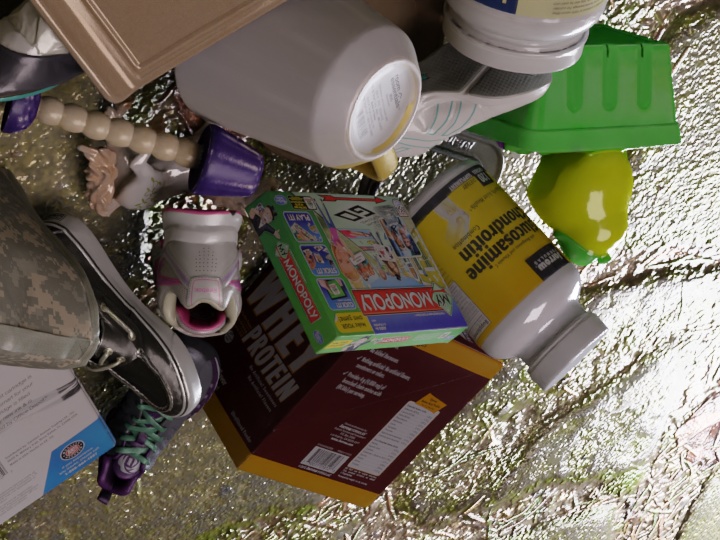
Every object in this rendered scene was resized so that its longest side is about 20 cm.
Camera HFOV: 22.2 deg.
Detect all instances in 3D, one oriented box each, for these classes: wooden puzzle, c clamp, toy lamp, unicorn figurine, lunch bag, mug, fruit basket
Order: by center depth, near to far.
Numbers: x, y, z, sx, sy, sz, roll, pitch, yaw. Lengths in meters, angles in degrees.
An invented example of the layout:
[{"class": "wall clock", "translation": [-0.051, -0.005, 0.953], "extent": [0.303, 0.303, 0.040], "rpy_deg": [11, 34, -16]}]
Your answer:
[{"class": "wooden puzzle", "translation": [-0.141, -0.236, 1.287], "extent": [0.199, 0.037, 0.185], "rpy_deg": [-32, 128, 5]}, {"class": "lunch bag", "translation": [-0.298, 0.001, 1.329], "extent": [0.163, 0.200, 0.118], "rpy_deg": [18, 112, -48]}, {"class": "toy lamp", "translation": [-0.171, -0.100, 1.395], "extent": [0.198, 0.058, 0.059], "rpy_deg": [15, 118, -16]}, {"class": "mug", "translation": [-0.025, -0.152, 1.400], "extent": [0.186, 0.153, 0.150], "rpy_deg": [2, 114, -54]}, {"class": "unicorn figurine", "translation": [-0.136, -0.089, 1.499], "extent": [0.198, 0.074, 0.138], "rpy_deg": [-7, 131, -15]}, {"class": "fruit basket", "translation": [0.188, -0.114, 1.665], "extent": [0.214, 0.155, 0.218], "rpy_deg": [-15, 116, -33]}, {"class": "c clamp", "translation": [0.061, -0.061, 1.715], "extent": [0.199, 0.027, 0.171], "rpy_deg": [22, 109, -49]}]

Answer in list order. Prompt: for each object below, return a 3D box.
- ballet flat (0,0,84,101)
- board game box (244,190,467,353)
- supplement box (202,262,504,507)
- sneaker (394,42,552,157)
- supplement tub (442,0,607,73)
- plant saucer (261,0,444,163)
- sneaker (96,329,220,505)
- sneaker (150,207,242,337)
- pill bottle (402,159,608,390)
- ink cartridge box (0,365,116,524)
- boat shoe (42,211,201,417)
[{"class": "ballet flat", "translation": [-0.215, -0.175, 1.348], "extent": [0.199, 0.073, 0.074], "rpy_deg": [-16, 134, -37]}, {"class": "board game box", "translation": [0.000, 0.000, 1.517], "extent": [0.029, 0.135, 0.199], "rpy_deg": [-37, 161, 28]}, {"class": "supplement box", "translation": [-0.016, 0.086, 1.680], "extent": [0.200, 0.133, 0.197], "rpy_deg": [-47, 141, 15]}, {"class": "sneaker", "translation": [0.065, -0.143, 1.559], "extent": [0.198, 0.071, 0.080], "rpy_deg": [-13, 148, -4]}, {"class": "supplement tub", "translation": [0.142, -0.278, 1.492], "extent": [0.144, 0.145, 0.201], "rpy_deg": [-14, 131, -30]}, {"class": "plant saucer", "translation": [-0.017, -0.182, 1.540], "extent": [0.199, 0.029, 0.201], "rpy_deg": [-24, 137, -23]}, {"class": "sneaker", "translation": [-0.177, 0.131, 1.581], "extent": [0.074, 0.088, 0.200], "rpy_deg": [21, 142, -11]}, {"class": "sneaker", "translation": [-0.138, 0.015, 1.519], "extent": [0.081, 0.089, 0.200], "rpy_deg": [2, 164, -3]}, {"class": "pill bottle", "translation": [0.126, 0.007, 1.641], "extent": [0.112, 0.200, 0.112], "rpy_deg": [-41, 170, -9]}, {"class": "ink cartridge box", "translation": [-0.308, 0.106, 1.504], "extent": [0.146, 0.086, 0.201], "rpy_deg": [-34, 139, -11]}, {"class": "boat shoe", "translation": [-0.208, 0.049, 1.478], "extent": [0.200, 0.070, 0.064], "rpy_deg": [52, 42, -15]}]
